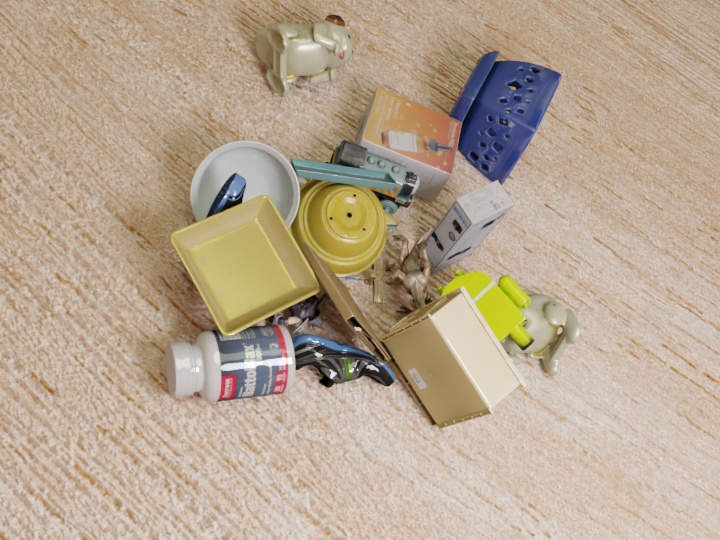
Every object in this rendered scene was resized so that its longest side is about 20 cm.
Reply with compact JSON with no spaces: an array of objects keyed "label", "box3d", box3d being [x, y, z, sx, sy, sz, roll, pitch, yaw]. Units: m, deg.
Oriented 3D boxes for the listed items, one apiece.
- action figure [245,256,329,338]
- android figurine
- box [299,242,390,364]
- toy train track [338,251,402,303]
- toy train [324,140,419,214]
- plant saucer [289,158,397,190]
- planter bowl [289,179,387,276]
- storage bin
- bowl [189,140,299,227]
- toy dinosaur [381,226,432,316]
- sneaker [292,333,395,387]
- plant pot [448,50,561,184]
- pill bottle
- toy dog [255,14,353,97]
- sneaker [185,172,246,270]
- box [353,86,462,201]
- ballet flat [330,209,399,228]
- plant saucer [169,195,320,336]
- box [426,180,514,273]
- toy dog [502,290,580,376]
[{"label":"action figure","box3d":[-0.137,0.036,1.625,0.200,0.069,0.130,46,55,-12]},{"label":"android figurine","box3d":[0.222,0.085,1.653,0.182,0.041,0.200,-44,68,4]},{"label":"box","box3d":[-0.027,0.057,1.582,0.021,0.164,0.200,-35,49,3]},{"label":"toy train track","box3d":[0.000,0.000,1.726,0.198,0.033,0.115,8,60,-16]},{"label":"toy train","box3d":[0.020,-0.184,1.789,0.199,0.114,0.086,20,57,-9]},{"label":"plant saucer","box3d":[-0.033,-0.180,1.684,0.198,0.019,0.070,7,22,-18]},{"label":"planter bowl","box3d":[-0.031,-0.095,1.674,0.199,0.083,0.202,4,79,-18]},{"label":"storage bin","box3d":[0.152,0.161,1.573,0.094,0.198,0.201,-34,91,-33]},{"label":"bowl","box3d":[-0.215,-0.147,1.668,0.199,0.090,0.203,-2,105,-7]},{"label":"toy dinosaur","box3d":[0.105,0.014,1.710,0.085,0.136,0.201,-5,48,18]},{"label":"sneaker","box3d":[-0.034,0.174,1.604,0.198,0.071,0.083,18,80,-15]},{"label":"plant pot","box3d":[0.295,-0.341,1.941,0.179,0.200,0.201,28,56,3]},{"label":"pill bottle","box3d":[-0.219,0.158,1.500,0.199,0.120,0.120,-4,64,-23]},{"label":"toy dog","box3d":[-0.109,-0.465,1.895,0.199,0.140,0.194,-17,33,-26]},{"label":"sneaker","box3d":[-0.240,-0.074,1.606,0.078,0.201,0.070,24,13,-20]},{"label":"box","box3d":[0.093,-0.262,1.867,0.199,0.106,0.153,20,57,-9]},{"label":"ballet flat","box3d":[-0.015,-0.111,1.757,0.198,0.071,0.071,-4,63,-20]},{"label":"plant saucer","box3d":[-0.199,-0.005,1.527,0.199,0.048,0.201,-26,80,-29]},{"label":"box","box3d":[0.203,-0.082,1.751,0.116,0.200,0.060,-26,73,-29]},{"label":"toy dog","box3d":[0.297,0.094,1.728,0.198,0.140,0.195,9,51,-15]}]
